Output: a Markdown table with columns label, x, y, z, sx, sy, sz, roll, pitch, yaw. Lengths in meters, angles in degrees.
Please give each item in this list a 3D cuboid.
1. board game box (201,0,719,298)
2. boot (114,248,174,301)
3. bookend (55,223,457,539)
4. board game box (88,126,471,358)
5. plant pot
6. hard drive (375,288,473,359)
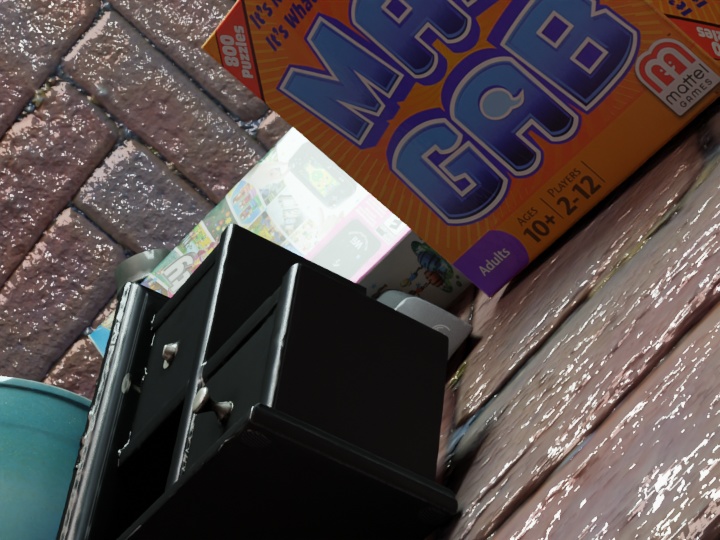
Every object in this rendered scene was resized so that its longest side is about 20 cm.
| label | x | y | z | sx | sy | sz | roll | pitch | yaw |
| --- | --- | --- | --- | --- | --- | --- | --- | --- | --- |
| board game box | 0.083 | -0.154 | 0.922 | 0.200 | 0.200 | 0.200 | -45 | 7 | 45 |
| boot | -0.089 | 0.086 | 1.264 | 0.079 | 0.211 | 0.158 | -32 | 57 | 33 |
| bookend | -0.042 | 0.051 | 0.787 | 0.200 | 0.092 | 0.199 | -44 | 27 | 43 |
| board game box | -0.048 | 0.019 | 1.066 | 0.200 | 0.064 | 0.148 | -46 | 41 | 1 |
| plant pot | -0.272 | 0.209 | 1.344 | 0.200 | 0.200 | 0.188 | -44 | 32 | 48 |
| hard drive | -0.026 | 0.092 | 0.948 | 0.200 | 0.042 | 0.135 | -50 | 5 | -2 |
